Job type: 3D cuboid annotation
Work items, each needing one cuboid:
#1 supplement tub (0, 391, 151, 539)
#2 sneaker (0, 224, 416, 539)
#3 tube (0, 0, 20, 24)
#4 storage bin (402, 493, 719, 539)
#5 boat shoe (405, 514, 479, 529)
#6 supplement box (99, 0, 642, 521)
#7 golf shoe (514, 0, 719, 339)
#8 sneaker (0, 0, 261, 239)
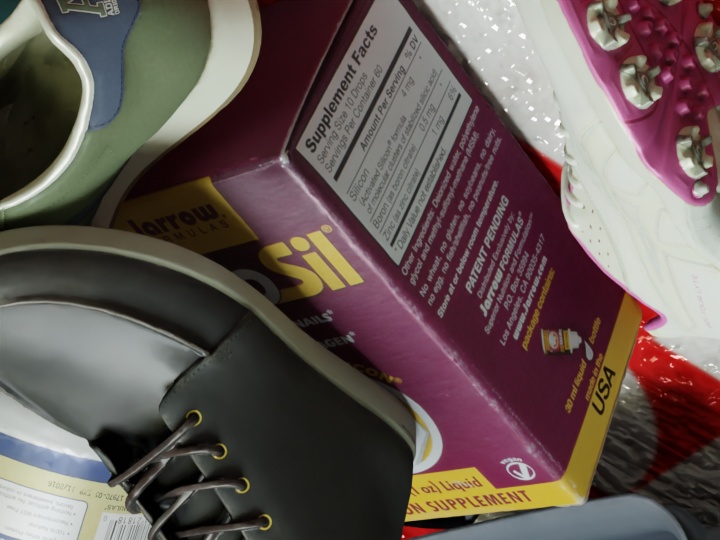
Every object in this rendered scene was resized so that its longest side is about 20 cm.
[{"bbox_3d":[-0.161,0.133,0.852,0.143,0.144,0.201,20,101,4],"label":"supplement tub"},{"bbox_3d":[-0.054,0.066,0.605,0.199,0.107,0.075,29,133,-33],"label":"sneaker"},{"bbox_3d":[-0.197,-0.072,0.644,0.077,0.200,0.051,33,124,23],"label":"tube"},{"bbox_3d":[0.117,0.181,0.824,0.134,0.147,0.199,2,164,-44],"label":"storage bin"},{"bbox_3d":[-0.018,0.092,0.866,0.199,0.063,0.075,-4,138,33],"label":"boat shoe"},{"bbox_3d":[0.000,0.000,0.706,0.130,0.104,0.200,-13,130,40],"label":"supplement box"},{"bbox_3d":[0.096,-0.038,0.635,0.091,0.076,0.200,-10,131,41],"label":"golf shoe"},{"bbox_3d":[-0.121,-0.032,0.610,0.200,0.090,0.067,-48,65,32],"label":"sneaker"}]
